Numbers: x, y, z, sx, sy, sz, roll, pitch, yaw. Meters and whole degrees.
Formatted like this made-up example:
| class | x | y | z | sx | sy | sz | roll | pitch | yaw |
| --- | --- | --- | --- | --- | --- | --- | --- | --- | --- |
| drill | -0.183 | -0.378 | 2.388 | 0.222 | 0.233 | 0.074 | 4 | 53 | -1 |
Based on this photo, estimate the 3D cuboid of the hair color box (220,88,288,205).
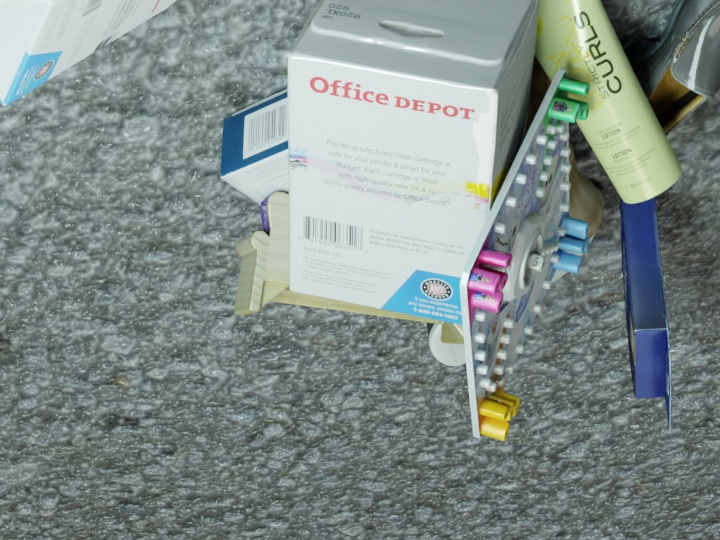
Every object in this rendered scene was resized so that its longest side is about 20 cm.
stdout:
| class | x | y | z | sx | sy | sz | roll | pitch | yaw |
| --- | --- | --- | --- | --- | --- | --- | --- | --- | --- |
| hair color box | -0.014 | -0.072 | 1.461 | 0.099 | 0.061 | 0.200 | -19 | 145 | 31 |

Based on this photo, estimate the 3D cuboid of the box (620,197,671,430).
| class | x | y | z | sx | sy | sz | roll | pitch | yaw |
| --- | --- | --- | --- | --- | --- | --- | --- | --- | --- |
| box | 0.236 | 0.020 | 1.490 | 0.032 | 0.202 | 0.121 | -5 | 149 | 6 |

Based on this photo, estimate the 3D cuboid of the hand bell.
| class | x | y | z | sx | sy | sz | roll | pitch | yaw |
| --- | --- | --- | --- | --- | --- | --- | --- | --- | --- |
| hand bell | 0.137 | -0.118 | 1.396 | 0.103 | 0.105 | 0.201 | -4 | 136 | 4 |

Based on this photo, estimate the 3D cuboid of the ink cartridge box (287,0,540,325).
| class | x | y | z | sx | sy | sz | roll | pitch | yaw |
| --- | --- | --- | --- | --- | --- | --- | --- | --- | --- |
| ink cartridge box | 0.037 | -0.092 | 1.265 | 0.146 | 0.145 | 0.201 | 12 | 129 | 11 |

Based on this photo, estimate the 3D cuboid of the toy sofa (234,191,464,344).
| class | x | y | z | sx | sy | sz | roll | pitch | yaw |
| --- | --- | --- | --- | --- | --- | --- | --- | --- | --- |
| toy sofa | 0.000 | 0.000 | 1.462 | 0.198 | 0.099 | 0.083 | 8 | 175 | -12 |

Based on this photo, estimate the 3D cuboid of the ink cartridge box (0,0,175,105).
| class | x | y | z | sx | sy | sz | roll | pitch | yaw |
| --- | --- | --- | --- | --- | --- | --- | --- | --- | --- |
| ink cartridge box | -0.167 | -0.205 | 1.171 | 0.068 | 0.200 | 0.116 | 47 | 141 | 5 |

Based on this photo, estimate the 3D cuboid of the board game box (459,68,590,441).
| class | x | y | z | sx | sy | sz | roll | pitch | yaw |
| --- | --- | --- | --- | --- | --- | --- | --- | --- | --- |
| board game box | 0.123 | -0.008 | 1.290 | 0.026 | 0.201 | 0.201 | 16 | 147 | 18 |

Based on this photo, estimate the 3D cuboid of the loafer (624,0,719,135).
| class | x | y | z | sx | sy | sz | roll | pitch | yaw |
| --- | --- | --- | --- | --- | --- | --- | --- | --- | --- |
| loafer | 0.254 | -0.157 | 1.324 | 0.072 | 0.073 | 0.200 | 14 | 145 | -22 |

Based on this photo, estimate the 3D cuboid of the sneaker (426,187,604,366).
| class | x | y | z | sx | sy | sz | roll | pitch | yaw |
| --- | --- | --- | --- | --- | --- | --- | --- | --- | --- |
| sneaker | 0.122 | -0.015 | 1.565 | 0.071 | 0.099 | 0.200 | 39 | 101 | -28 |

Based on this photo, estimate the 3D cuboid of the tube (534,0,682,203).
| class | x | y | z | sx | sy | sz | roll | pitch | yaw |
| --- | --- | --- | --- | --- | --- | --- | --- | --- | --- |
| tube | 0.167 | -0.143 | 1.305 | 0.058 | 0.052 | 0.201 | -34 | 108 | -10 |
